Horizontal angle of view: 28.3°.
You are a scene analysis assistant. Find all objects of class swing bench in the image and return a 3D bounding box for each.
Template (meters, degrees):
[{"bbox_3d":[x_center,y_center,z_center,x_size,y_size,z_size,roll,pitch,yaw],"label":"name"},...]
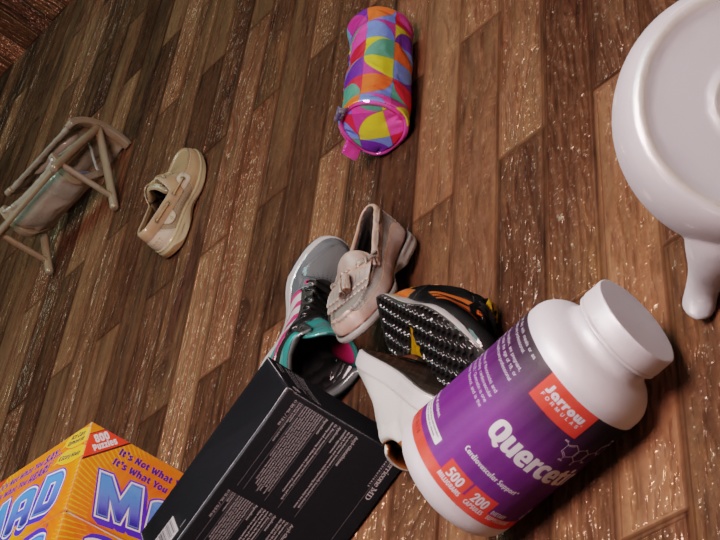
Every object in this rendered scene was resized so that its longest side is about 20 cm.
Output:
[{"bbox_3d":[-0.501,-0.138,2.386,0.199,0.130,0.200,-42,29,27],"label":"swing bench"}]

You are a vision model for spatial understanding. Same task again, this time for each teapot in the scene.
[{"bbox_3d":[0.269,-0.103,1.017,0.200,0.198,0.146,-34,-11,-2],"label":"teapot"}]

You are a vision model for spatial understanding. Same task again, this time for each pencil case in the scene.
[{"bbox_3d":[0.017,-0.220,1.653,0.088,0.088,0.200,-36,31,35],"label":"pencil case"}]

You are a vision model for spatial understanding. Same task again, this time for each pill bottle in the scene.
[{"bbox_3d":[0.131,0.100,1.055,0.200,0.112,0.113,-45,28,23],"label":"pill bottle"}]

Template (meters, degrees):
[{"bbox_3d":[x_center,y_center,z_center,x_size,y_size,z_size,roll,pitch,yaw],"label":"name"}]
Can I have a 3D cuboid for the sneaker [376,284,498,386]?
[{"bbox_3d":[0.088,0.046,1.226,0.090,0.070,0.200,-18,16,-19],"label":"sneaker"}]

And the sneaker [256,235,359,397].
[{"bbox_3d":[-0.039,0.054,1.426,0.121,0.083,0.200,-8,61,63],"label":"sneaker"}]

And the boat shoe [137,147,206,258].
[{"bbox_3d":[-0.271,-0.111,2.034,0.071,0.064,0.200,-36,33,35],"label":"boat shoe"}]

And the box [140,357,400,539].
[{"bbox_3d":[-0.078,0.201,1.264,0.200,0.141,0.079,-53,24,5],"label":"box"}]

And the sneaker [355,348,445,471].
[{"bbox_3d":[0.032,0.123,1.246,0.200,0.073,0.085,-138,62,-74],"label":"sneaker"}]

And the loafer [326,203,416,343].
[{"bbox_3d":[0.000,0.000,1.383,0.072,0.063,0.200,-33,14,27],"label":"loafer"}]

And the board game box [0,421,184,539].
[{"bbox_3d":[-0.257,0.307,1.378,0.200,0.200,0.200,-32,34,38],"label":"board game box"}]
